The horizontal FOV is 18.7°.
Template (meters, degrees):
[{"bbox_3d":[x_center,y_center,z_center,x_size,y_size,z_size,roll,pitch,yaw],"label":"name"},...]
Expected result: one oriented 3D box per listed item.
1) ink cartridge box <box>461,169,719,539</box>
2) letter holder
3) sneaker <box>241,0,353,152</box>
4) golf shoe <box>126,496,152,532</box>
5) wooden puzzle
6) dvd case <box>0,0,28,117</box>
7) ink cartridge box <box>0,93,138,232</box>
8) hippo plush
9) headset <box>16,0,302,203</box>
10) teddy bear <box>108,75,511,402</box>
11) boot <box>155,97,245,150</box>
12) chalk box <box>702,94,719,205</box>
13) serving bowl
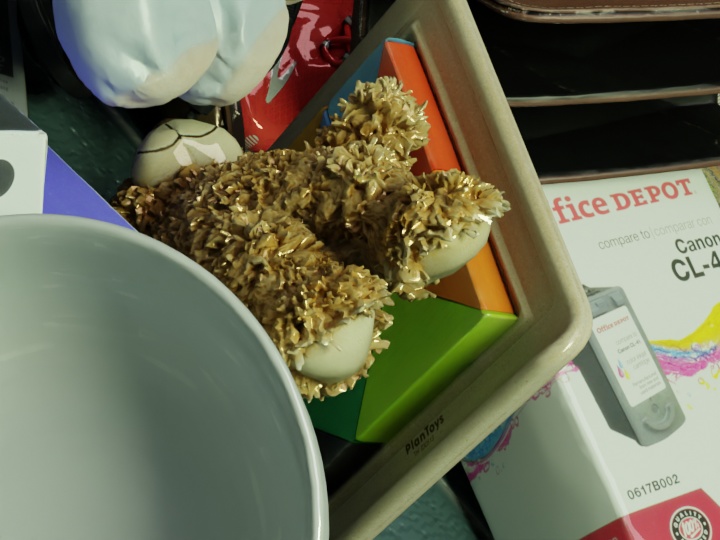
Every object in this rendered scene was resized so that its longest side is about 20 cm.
[{"bbox_3d":[0.117,0.057,0.969,0.148,0.086,0.200,-13,75,-39],"label":"ink cartridge box"},{"bbox_3d":[0.115,-0.090,0.941,0.200,0.101,0.142,-7,25,-27],"label":"letter holder"},{"bbox_3d":[0.009,-0.126,1.027,0.200,0.085,0.077,-42,103,-26],"label":"sneaker"},{"bbox_3d":[-0.058,0.106,0.753,0.200,0.078,0.097,47,4,13],"label":"golf shoe"},{"bbox_3d":[0.000,0.000,0.850,0.037,0.185,0.200,13,47,-34],"label":"wooden puzzle"},{"bbox_3d":[-0.210,-0.153,0.894,0.150,0.025,0.200,14,56,-38],"label":"dvd case"},{"bbox_3d":[-0.197,-0.076,0.733,0.200,0.043,0.198,0,31,-46],"label":"ink cartridge box"},{"bbox_3d":[-0.120,-0.136,0.799,0.200,0.161,0.159,7,86,-54],"label":"hippo plush"},{"bbox_3d":[-0.088,-0.103,0.889,0.094,0.123,0.200,14,82,-76],"label":"headset"},{"bbox_3d":[-0.032,-0.016,0.766,0.067,0.145,0.200,51,1,-26],"label":"teddy bear"},{"bbox_3d":[-0.111,-0.119,0.976,0.075,0.074,0.200,-18,70,-23],"label":"boot"},{"bbox_3d":[0.178,-0.122,1.132,0.124,0.200,0.124,44,28,-37],"label":"chalk box"},{"bbox_3d":[-0.101,0.086,0.679,0.200,0.200,0.066,61,4,19],"label":"serving bowl"}]
